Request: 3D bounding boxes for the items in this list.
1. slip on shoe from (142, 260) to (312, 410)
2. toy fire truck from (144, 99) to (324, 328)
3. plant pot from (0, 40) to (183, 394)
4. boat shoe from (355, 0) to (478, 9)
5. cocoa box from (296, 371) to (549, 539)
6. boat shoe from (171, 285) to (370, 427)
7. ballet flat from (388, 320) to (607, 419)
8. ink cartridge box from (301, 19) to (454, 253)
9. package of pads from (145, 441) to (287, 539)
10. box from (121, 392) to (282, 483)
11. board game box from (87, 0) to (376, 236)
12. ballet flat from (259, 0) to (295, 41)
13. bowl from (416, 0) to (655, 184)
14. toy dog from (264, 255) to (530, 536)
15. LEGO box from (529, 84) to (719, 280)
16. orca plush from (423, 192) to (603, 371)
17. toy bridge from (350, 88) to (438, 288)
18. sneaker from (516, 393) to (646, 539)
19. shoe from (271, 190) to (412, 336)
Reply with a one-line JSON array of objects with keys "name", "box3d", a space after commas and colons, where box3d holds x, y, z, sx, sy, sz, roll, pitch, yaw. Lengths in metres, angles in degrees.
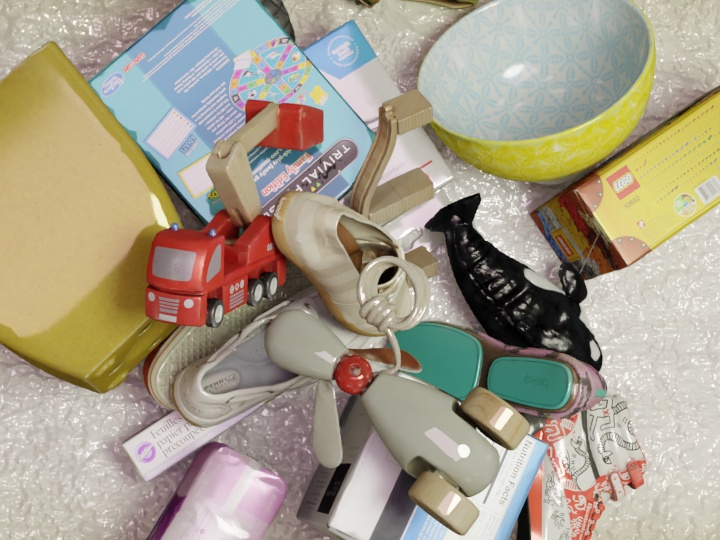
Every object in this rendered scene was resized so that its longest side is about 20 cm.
[{"name": "slip on shoe", "box3d": [-0.109, 0.034, 1.281, 0.200, 0.061, 0.074, -49, 113, -21]}, {"name": "toy fire truck", "box3d": [-0.090, -0.046, 1.125, 0.049, 0.200, 0.141, 9, 105, 21]}, {"name": "plant pot", "box3d": [-0.228, -0.016, 1.189, 0.194, 0.196, 0.200, -44, 84, -9]}, {"name": "boat shoe", "box3d": [0.010, -0.261, 1.316, 0.200, 0.072, 0.068, 1, 85, -7]}, {"name": "cocoa box", "box3d": [0.044, 0.168, 1.219, 0.131, 0.200, 0.133, 26, 80, -5]}, {"name": "boat shoe", "box3d": [-0.054, 0.060, 1.230, 0.200, 0.069, 0.071, -32, 87, -27]}, {"name": "ballet flat", "box3d": [0.115, 0.087, 1.277, 0.071, 0.200, 0.069, 19, 83, -49]}, {"name": "ink cartridge box", "box3d": [-0.002, -0.093, 1.302, 0.116, 0.068, 0.200, -33, 91, -8]}, {"name": "package of pads", "box3d": [-0.137, 0.233, 1.230, 0.076, 0.121, 0.200, 32, 81, -4]}, {"name": "box", "box3d": [-0.105, 0.105, 1.286, 0.200, 0.041, 0.039, -33, 90, -10]}, {"name": "board game box", "box3d": [-0.098, -0.118, 1.236, 0.151, 0.047, 0.200, -41, 91, -5]}, {"name": "ballet flat", "box3d": [-0.119, -0.257, 1.296, 0.066, 0.057, 0.200, -34, 87, 32]}, {"name": "bowl", "box3d": [0.156, -0.136, 1.296, 0.200, 0.200, 0.108, -32, 133, -9]}, {"name": "toy dog", "box3d": [0.028, 0.101, 1.093, 0.132, 0.096, 0.200, -32, 71, -8]}, {"name": "LEGO box", "box3d": [0.259, -0.080, 1.296, 0.200, 0.149, 0.077, -34, 90, -10]}, {"name": "orca plush", "box3d": [0.138, 0.025, 1.288, 0.105, 0.071, 0.200, -27, 106, 3]}, {"name": "toy bridge", "box3d": [0.026, -0.057, 1.232, 0.067, 0.200, 0.027, -26, 51, -17]}, {"name": "sneaker", "box3d": [0.188, 0.200, 1.304, 0.108, 0.067, 0.202, -1, 83, -5]}, {"name": "shoe", "box3d": [0.000, 0.000, 1.189, 0.053, 0.200, 0.070, 0, 67, 28]}]
